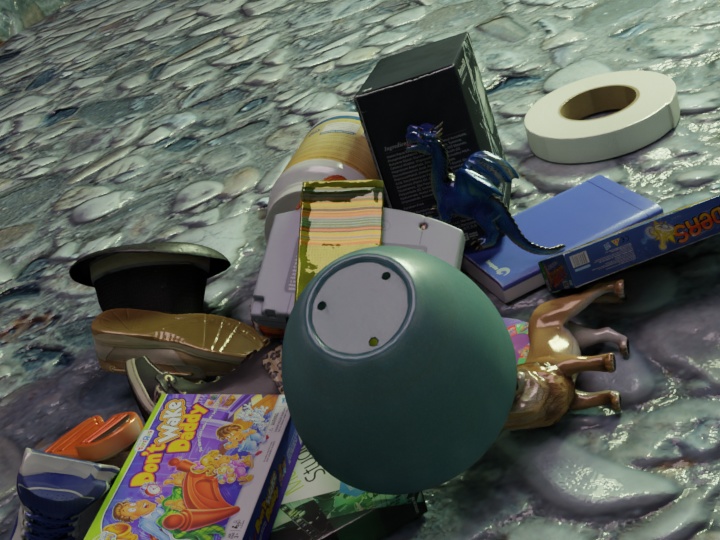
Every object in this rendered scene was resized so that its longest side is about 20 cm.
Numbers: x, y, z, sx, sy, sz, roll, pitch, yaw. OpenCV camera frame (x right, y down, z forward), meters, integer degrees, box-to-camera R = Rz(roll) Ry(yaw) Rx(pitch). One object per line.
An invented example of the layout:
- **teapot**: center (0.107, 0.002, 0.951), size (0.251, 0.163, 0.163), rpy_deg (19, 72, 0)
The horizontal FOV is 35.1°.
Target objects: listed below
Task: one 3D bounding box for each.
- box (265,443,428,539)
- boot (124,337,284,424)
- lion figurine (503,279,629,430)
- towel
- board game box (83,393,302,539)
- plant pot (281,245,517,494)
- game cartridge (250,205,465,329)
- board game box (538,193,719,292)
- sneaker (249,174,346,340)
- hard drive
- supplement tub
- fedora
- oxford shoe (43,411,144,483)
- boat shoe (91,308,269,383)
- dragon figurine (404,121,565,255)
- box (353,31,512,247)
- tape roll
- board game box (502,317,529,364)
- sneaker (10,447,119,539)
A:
- **box**: center (-0.060, 0.204, 0.966), size (0.198, 0.037, 0.144), rpy_deg (-28, 28, -13)
- **boot**: center (-0.143, 0.120, 1.135), size (0.149, 0.074, 0.200), rpy_deg (-29, 32, -16)
- **lion figurine**: center (0.175, 0.075, 1.021), size (0.121, 0.073, 0.200), rpy_deg (-6, 23, 23)
- **towel**: center (-0.021, -0.003, 1.093), size (0.085, 0.018, 0.203), rpy_deg (-4, 58, 10)
- **board game box**: center (-0.134, 0.183, 0.945), size (0.132, 0.045, 0.201), rpy_deg (-2, 32, 15)
- **plant pot**: center (0.017, 0.060, 0.911), size (0.197, 0.135, 0.203), rpy_deg (-9, 59, 14)
- **game cartridge**: center (0.000, 0.000, 1.118), size (0.197, 0.041, 0.135), rpy_deg (6, 64, 14)
- **board game box**: center (0.281, -0.031, 1.111), size (0.197, 0.035, 0.135), rpy_deg (-21, -2, -1)
- **sneaker**: center (-0.044, -0.011, 1.194), size (0.076, 0.073, 0.202), rpy_deg (9, 63, 26)
- **hard drive**: center (0.213, -0.039, 1.247), size (0.198, 0.026, 0.132), rpy_deg (-25, 27, -11)
- **supplement tub**: center (-0.029, -0.088, 1.368), size (0.143, 0.146, 0.201), rpy_deg (-8, 28, 21)
- **fedora**: center (-0.242, 0.032, 1.312), size (0.197, 0.093, 0.201), rpy_deg (-4, -14, -1)
- **oxford shoe**: center (-0.254, 0.187, 1.100), size (0.071, 0.074, 0.199), rpy_deg (-38, 13, -31)
- **boat shoe**: center (-0.192, 0.090, 1.230), size (0.197, 0.070, 0.074), rpy_deg (9, 29, 7)
- **dragon figurine**: center (0.124, -0.082, 1.170), size (0.198, 0.100, 0.059), rpy_deg (26, 35, 13)
- **box**: center (0.089, -0.146, 1.304), size (0.122, 0.199, 0.200), rpy_deg (-16, 18, 16)
- **tape roll**: center (0.312, -0.201, 1.472), size (0.200, 0.037, 0.204), rpy_deg (-16, 26, 8)
- **board game box**: center (0.090, 0.087, 1.077), size (0.156, 0.039, 0.200), rpy_deg (6, 37, 40)
- **sneaker**: center (-0.258, 0.222, 0.967), size (0.079, 0.200, 0.117), rpy_deg (13, 70, -11)
